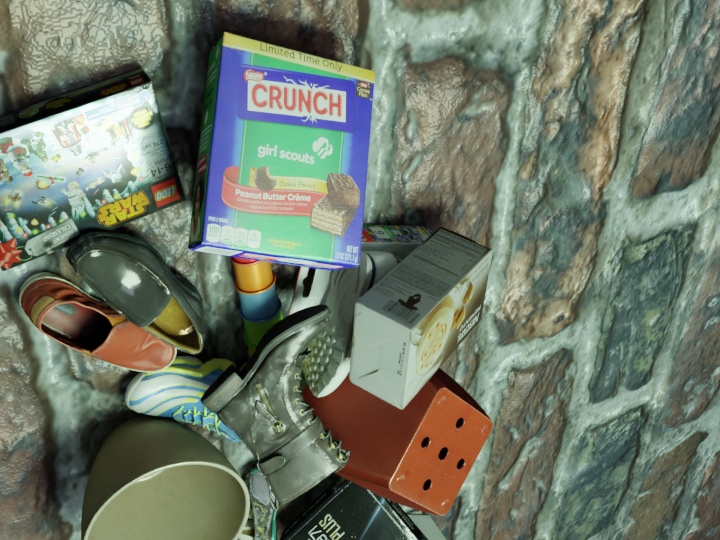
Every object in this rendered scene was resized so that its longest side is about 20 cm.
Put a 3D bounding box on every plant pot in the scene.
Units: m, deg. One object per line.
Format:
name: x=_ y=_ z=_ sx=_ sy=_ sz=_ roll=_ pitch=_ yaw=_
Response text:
plant pot: x=0.049 y=0.200 z=1.101 sx=0.199 sy=0.175 sz=0.203 roll=37 pitch=82 yaw=-42

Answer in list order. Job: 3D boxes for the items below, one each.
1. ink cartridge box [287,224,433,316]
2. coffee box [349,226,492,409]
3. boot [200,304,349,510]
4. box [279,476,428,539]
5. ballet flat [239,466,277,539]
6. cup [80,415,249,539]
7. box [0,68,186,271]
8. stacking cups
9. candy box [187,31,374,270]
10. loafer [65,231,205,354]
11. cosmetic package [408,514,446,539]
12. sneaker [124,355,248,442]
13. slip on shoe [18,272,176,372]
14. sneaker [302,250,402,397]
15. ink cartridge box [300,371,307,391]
ink cartridge box: x=0.000 y=0.000 z=1.076 sx=0.196 sy=0.050 sz=0.111 roll=0 pitch=121 yaw=-31
coffee box: x=0.073 y=0.050 z=1.009 sx=0.199 sy=0.079 sz=0.116 roll=-39 pitch=144 yaw=-46
boot: x=-0.071 y=0.158 z=0.996 sx=0.199 sy=0.069 sz=0.175 roll=-40 pitch=100 yaw=3
box: x=0.004 y=0.414 z=1.263 sx=0.163 sy=0.086 sz=0.201 roll=-41 pitch=90 yaw=0
ballet flat: x=-0.147 y=0.355 z=1.228 sx=0.071 sy=0.072 sz=0.204 roll=-10 pitch=125 yaw=-25
cup: x=-0.250 y=0.262 z=1.035 sx=0.196 sy=0.143 sz=0.204 roll=-17 pitch=128 yaw=-22
box: x=-0.283 y=-0.098 z=0.838 sx=0.197 sy=0.040 sz=0.139 roll=-24 pitch=131 yaw=-16
stacking cups: x=-0.117 y=0.029 z=1.016 sx=0.059 sy=0.061 sz=0.204 roll=-18 pitch=128 yaw=-19
candy box: x=-0.077 y=-0.113 z=0.856 sx=0.166 sy=0.077 sz=0.205 roll=7 pitch=83 yaw=-25
loafer: x=-0.228 y=0.025 z=0.913 sx=0.072 sy=0.073 sz=0.199 roll=-39 pitch=142 yaw=10
cosmetic package: x=0.039 y=0.460 z=1.403 sx=0.197 sy=0.074 sz=0.103 roll=15 pitch=112 yaw=-40
sneaker: x=-0.179 y=0.159 z=1.035 sx=0.196 sy=0.105 sz=0.077 roll=-5 pitch=124 yaw=-30
slip on shoe: x=-0.282 y=0.070 z=0.940 sx=0.074 sy=0.061 sz=0.199 roll=-49 pitch=134 yaw=5
sneaker: x=-0.007 y=0.070 z=1.040 sx=0.079 sy=0.076 sz=0.203 roll=3 pitch=121 yaw=-43
ink cartridge box: x=-0.019 y=0.161 z=1.178 sx=0.145 sy=0.047 sz=0.203 roll=35 pitch=80 yaw=-43
